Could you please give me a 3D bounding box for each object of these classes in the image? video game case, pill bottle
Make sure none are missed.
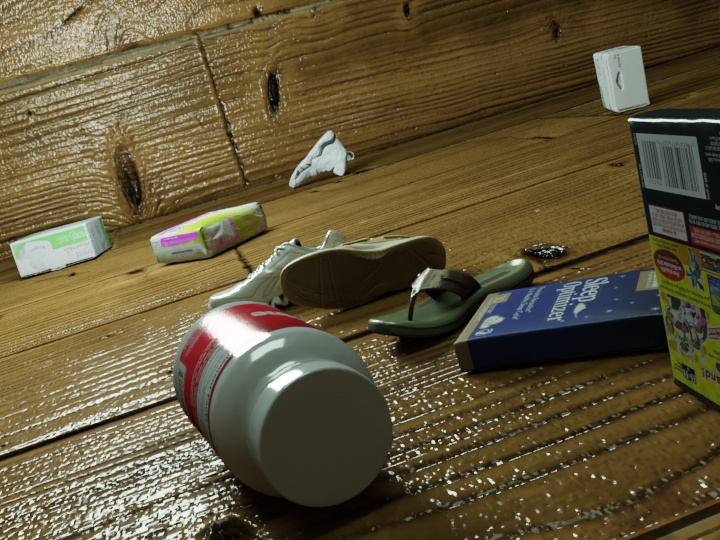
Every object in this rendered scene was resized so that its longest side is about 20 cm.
[{"bbox_3d":[0.210,0.006,0.443,0.025,0.181,0.200,-15,12,-5],"label":"video game case"},{"bbox_3d":[-0.058,0.088,0.583,0.112,0.112,0.200,-21,14,-20],"label":"pill bottle"}]

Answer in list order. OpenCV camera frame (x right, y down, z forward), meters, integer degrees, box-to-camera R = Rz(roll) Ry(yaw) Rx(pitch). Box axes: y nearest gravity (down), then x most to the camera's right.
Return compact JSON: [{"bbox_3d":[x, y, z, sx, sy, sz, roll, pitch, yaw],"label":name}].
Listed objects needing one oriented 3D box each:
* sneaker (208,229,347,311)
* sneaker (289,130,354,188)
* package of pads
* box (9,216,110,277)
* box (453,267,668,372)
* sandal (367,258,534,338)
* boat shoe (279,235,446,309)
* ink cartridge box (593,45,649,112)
[{"bbox_3d":[-0.103,0.006,1.079,0.200,0.081,0.075,-18,14,-1],"label":"sneaker"},{"bbox_3d":[-0.111,-0.294,2.426,0.200,0.115,0.075,-49,8,9],"label":"sneaker"},{"bbox_3d":[-0.304,-0.079,1.727,0.154,0.068,0.200,-8,15,35],"label":"package of pads"},{"bbox_3d":[-0.778,-0.062,2.198,0.200,0.097,0.176,-15,10,0],"label":"box"},{"bbox_3d":[0.188,0.036,0.690,0.200,0.032,0.121,-9,14,25],"label":"box"},{"bbox_3d":[0.086,0.018,0.832,0.201,0.057,0.080,-24,15,-33],"label":"sandal"},{"bbox_3d":[0.000,0.000,1.008,0.200,0.074,0.069,-9,8,-12],"label":"boat shoe"},{"bbox_3d":[0.648,-0.478,2.096,0.084,0.146,0.200,-13,13,9],"label":"ink cartridge box"}]
